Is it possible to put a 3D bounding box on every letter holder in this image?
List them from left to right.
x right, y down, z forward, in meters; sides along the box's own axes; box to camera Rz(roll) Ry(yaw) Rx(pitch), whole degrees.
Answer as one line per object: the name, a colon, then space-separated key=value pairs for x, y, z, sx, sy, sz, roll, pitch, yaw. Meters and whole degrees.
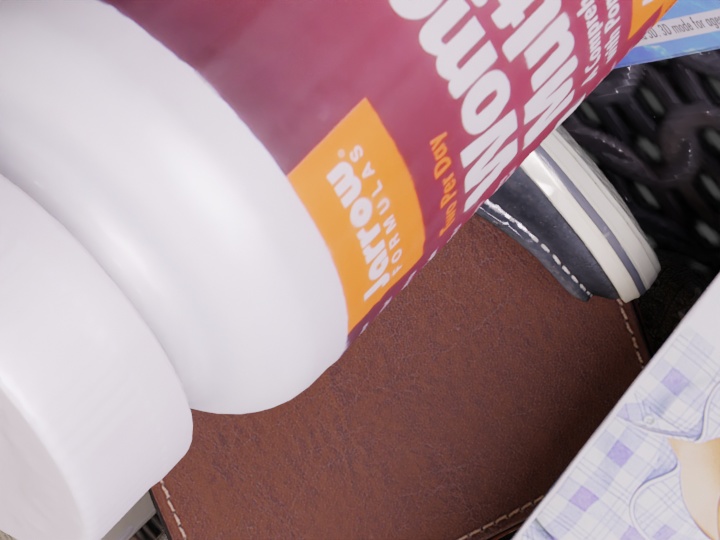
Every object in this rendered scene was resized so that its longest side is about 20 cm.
letter holder: x=0.000 y=0.000 z=0.814 sx=0.201 sy=0.142 sz=0.101 roll=64 pitch=-172 yaw=21

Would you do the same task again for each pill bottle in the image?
pill bottle: x=-0.023 y=-0.041 z=0.613 sx=0.109 sy=0.200 sz=0.110 roll=35 pitch=155 yaw=19

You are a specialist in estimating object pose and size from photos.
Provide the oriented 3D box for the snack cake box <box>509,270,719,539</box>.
snack cake box: x=0.113 y=0.058 z=0.675 sx=0.115 sy=0.200 sz=0.067 roll=40 pitch=-163 yaw=9

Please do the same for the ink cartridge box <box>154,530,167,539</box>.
ink cartridge box: x=0.004 y=0.134 z=1.099 sx=0.146 sy=0.084 sz=0.200 roll=47 pitch=156 yaw=-5

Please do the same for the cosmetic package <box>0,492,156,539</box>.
cosmetic package: x=-0.163 y=0.053 z=1.217 sx=0.199 sy=0.103 sz=0.087 roll=11 pitch=138 yaw=49

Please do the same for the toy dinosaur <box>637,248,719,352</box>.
toy dinosaur: x=0.088 y=0.029 z=0.838 sx=0.200 sy=0.077 sz=0.103 roll=23 pitch=136 yaw=51

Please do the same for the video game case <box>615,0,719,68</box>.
video game case: x=0.046 y=-0.133 z=0.659 sx=0.182 sy=0.045 sz=0.200 roll=54 pitch=155 yaw=-16

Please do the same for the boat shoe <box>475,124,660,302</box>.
boat shoe: x=-0.013 y=-0.049 z=0.721 sx=0.200 sy=0.062 sz=0.075 roll=36 pitch=-175 yaw=-5
